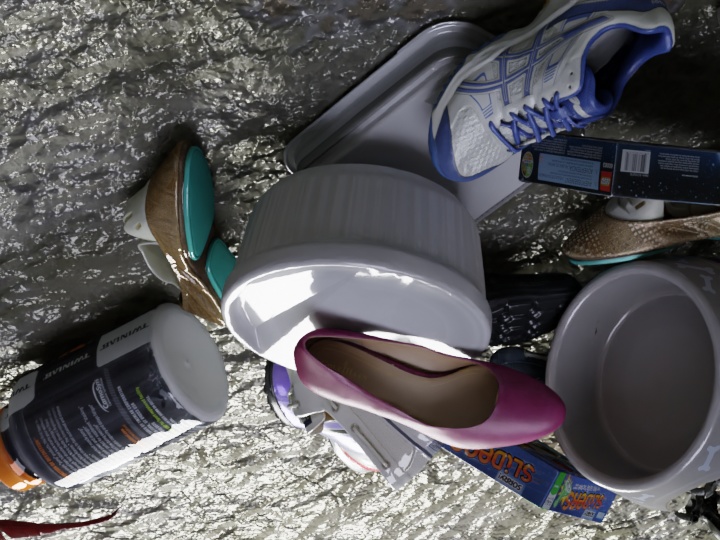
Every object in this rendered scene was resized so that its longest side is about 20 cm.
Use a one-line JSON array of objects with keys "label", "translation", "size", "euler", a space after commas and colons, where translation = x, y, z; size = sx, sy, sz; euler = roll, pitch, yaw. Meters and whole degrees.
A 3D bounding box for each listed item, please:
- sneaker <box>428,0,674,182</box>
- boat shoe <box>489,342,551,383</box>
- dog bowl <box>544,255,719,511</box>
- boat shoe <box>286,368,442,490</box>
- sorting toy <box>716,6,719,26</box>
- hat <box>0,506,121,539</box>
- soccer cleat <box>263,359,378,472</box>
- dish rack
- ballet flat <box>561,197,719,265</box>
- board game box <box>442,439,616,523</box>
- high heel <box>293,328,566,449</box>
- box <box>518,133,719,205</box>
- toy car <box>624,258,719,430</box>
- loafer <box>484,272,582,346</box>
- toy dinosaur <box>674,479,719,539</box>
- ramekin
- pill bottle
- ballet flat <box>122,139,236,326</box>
[{"label": "sneaker", "translation": [0.128, -0.126, 1.440], "size": [0.200, 0.088, 0.075], "euler": [-45, 131, 16]}, {"label": "boat shoe", "translation": [0.156, 0.095, 1.762], "size": [0.074, 0.062, 0.200], "euler": [-21, 167, 26]}, {"label": "dog bowl", "translation": [0.225, 0.084, 1.617], "size": [0.058, 0.201, 0.200], "euler": [10, 142, -44]}, {"label": "boat shoe", "translation": [-0.027, 0.097, 1.663], "size": [0.070, 0.200, 0.071], "euler": [-50, 164, 1]}, {"label": "sorting toy", "translation": [0.367, -0.127, 1.440], "size": [0.199, 0.181, 0.107], "euler": [-21, 140, 19]}, {"label": "hat", "translation": [-0.372, 0.239, 1.927], "size": [0.200, 0.176, 0.166], "euler": [43, 133, 1]}, {"label": "soccer cleat", "translation": [-0.012, 0.115, 1.771], "size": [0.073, 0.069, 0.200], "euler": [-3, 151, 31]}, {"label": "dish rack", "translation": [0.059, -0.087, 1.556], "size": [0.171, 0.044, 0.200], "euler": [26, 133, -36]}, {"label": "ballet flat", "translation": [0.251, -0.052, 1.626], "size": [0.198, 0.071, 0.066], "euler": [-10, 115, 0]}, {"label": "board game box", "translation": [0.101, 0.137, 1.714], "size": [0.135, 0.199, 0.035], "euler": [22, 97, -59]}, {"label": "high heel", "translation": [0.049, 0.084, 1.518], "size": [0.198, 0.068, 0.096], "euler": [5, 164, 8]}, {"label": "box", "translation": [0.231, -0.069, 1.490], "size": [0.198, 0.038, 0.136], "euler": [4, -175, -23]}, {"label": "toy car", "translation": [0.304, 0.064, 1.706], "size": [0.198, 0.175, 0.151], "euler": [-3, 106, -21]}, {"label": "loafer", "translation": [0.079, 0.022, 1.675], "size": [0.199, 0.071, 0.068], "euler": [-8, 146, -7]}, {"label": "toy dinosaur", "translation": [0.368, 0.225, 1.915], "size": [0.200, 0.135, 0.103], "euler": [-26, 149, -54]}, {"label": "ramekin", "translation": [0.000, 0.000, 1.549], "size": [0.200, 0.095, 0.203], "euler": [4, 153, 2]}, {"label": "pill bottle", "translation": [-0.214, 0.112, 1.716], "size": [0.199, 0.107, 0.106], "euler": [-26, 138, 23]}, {"label": "ballet flat", "translation": [-0.139, -0.027, 1.598], "size": [0.072, 0.068, 0.201], "euler": [5, 149, 16]}]
